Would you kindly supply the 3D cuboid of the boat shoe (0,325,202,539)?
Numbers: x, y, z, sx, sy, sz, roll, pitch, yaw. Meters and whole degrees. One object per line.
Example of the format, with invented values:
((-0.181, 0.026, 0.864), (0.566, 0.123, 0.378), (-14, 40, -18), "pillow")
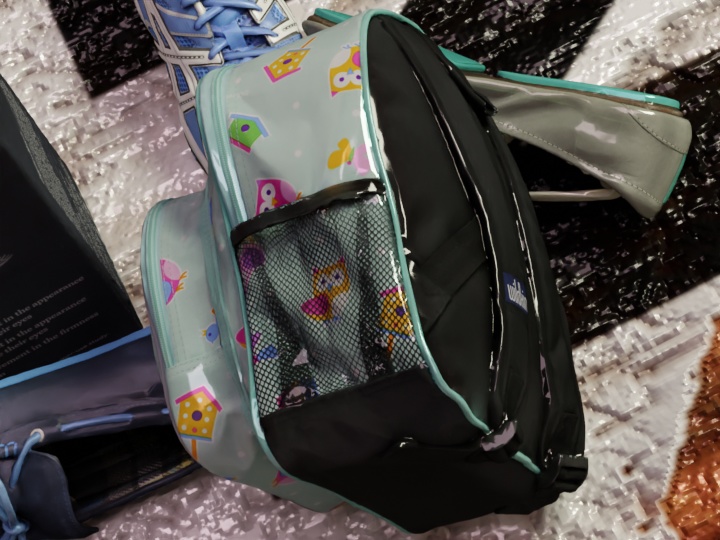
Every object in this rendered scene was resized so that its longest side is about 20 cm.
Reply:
((-0.137, 0.084, 0.921), (0.200, 0.084, 0.069), (-30, 48, 0), "boat shoe")

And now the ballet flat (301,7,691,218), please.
((0.053, -0.070, 0.972), (0.200, 0.067, 0.064), (18, 97, 24), "ballet flat")

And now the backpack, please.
((0.000, 0.000, 0.875), (0.153, 0.176, 0.200), (-14, 68, 24), "backpack")

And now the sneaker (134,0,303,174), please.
((-0.068, -0.109, 1.011), (0.076, 0.077, 0.200), (-31, 61, -5), "sneaker")

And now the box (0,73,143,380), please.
((-0.205, -0.019, 0.926), (0.148, 0.200, 0.104), (-28, 60, -2), "box")
